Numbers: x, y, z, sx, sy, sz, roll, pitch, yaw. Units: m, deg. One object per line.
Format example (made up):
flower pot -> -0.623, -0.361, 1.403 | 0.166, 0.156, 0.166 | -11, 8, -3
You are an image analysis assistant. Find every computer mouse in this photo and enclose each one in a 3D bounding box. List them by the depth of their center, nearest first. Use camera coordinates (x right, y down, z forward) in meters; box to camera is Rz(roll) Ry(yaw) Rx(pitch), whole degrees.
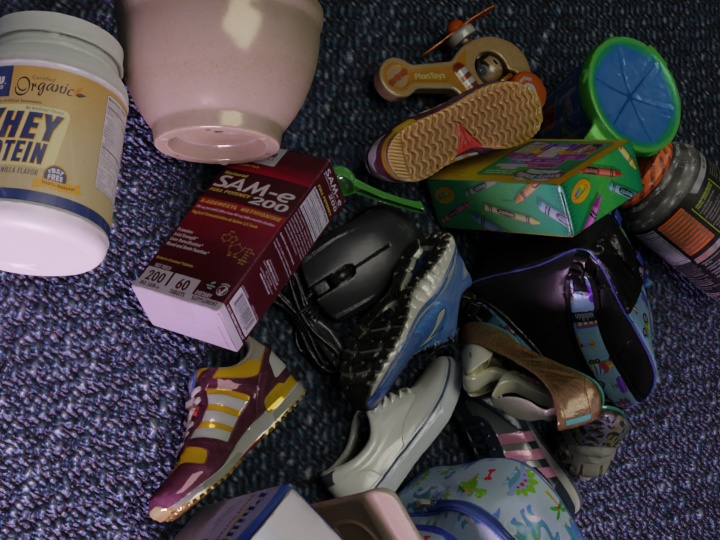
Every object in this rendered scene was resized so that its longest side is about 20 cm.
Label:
computer mouse -> 0.000, 0.000, 1.413 | 0.200, 0.053, 0.139 | -39, 96, -33

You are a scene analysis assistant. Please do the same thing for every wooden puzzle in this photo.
wooden puzzle -> 0.018, 0.283, 1.253 | 0.046, 0.199, 0.186 | -32, 93, -37

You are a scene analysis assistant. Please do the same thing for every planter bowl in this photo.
planter bowl -> -0.133, -0.179, 1.301 | 0.198, 0.200, 0.137 | 6, 76, -29

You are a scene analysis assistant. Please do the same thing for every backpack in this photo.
backpack -> 0.111, 0.280, 1.303 | 0.147, 0.199, 0.184 | -39, 98, -38
backpack -> 0.228, 0.050, 1.466 | 0.201, 0.181, 0.135 | 56, 39, -19

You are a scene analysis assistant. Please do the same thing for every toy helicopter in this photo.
toy helicopter -> 0.102, -0.222, 1.528 | 0.198, 0.079, 0.134 | -6, 78, -29

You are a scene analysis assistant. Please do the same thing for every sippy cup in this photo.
sippy cup -> 0.272, -0.179, 1.584 | 0.176, 0.130, 0.141 | -10, 82, -32

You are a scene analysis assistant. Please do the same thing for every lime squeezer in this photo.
lime squeezer -> -0.040, -0.069, 1.411 | 0.198, 0.038, 0.071 | -11, 74, -16

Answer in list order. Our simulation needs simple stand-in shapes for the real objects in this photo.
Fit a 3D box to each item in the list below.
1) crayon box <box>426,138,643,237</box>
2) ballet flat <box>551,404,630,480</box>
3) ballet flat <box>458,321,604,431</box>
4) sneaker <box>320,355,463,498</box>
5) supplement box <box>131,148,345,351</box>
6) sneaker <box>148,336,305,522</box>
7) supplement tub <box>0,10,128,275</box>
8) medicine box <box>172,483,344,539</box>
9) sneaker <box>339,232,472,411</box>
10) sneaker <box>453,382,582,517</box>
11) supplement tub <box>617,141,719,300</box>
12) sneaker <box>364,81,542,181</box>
crayon box -> 0.180, -0.090, 1.457 | 0.118, 0.199, 0.059 | -31, 113, -33
ballet flat -> 0.236, 0.180, 1.426 | 0.071, 0.200, 0.073 | 0, 79, 1
ballet flat -> 0.147, 0.108, 1.365 | 0.072, 0.199, 0.068 | -29, 128, -29
sneaker -> 0.033, 0.152, 1.376 | 0.071, 0.073, 0.201 | 44, 58, -14
supplement box -> -0.112, -0.027, 1.313 | 0.201, 0.108, 0.061 | -56, 144, -30
sneaker -> -0.142, 0.144, 1.280 | 0.090, 0.075, 0.200 | 47, 51, -1
supplement tub -> -0.281, -0.110, 1.221 | 0.143, 0.144, 0.202 | 14, 69, -27
medicine box -> -0.071, 0.292, 1.195 | 0.182, 0.199, 0.103 | 47, 58, -10
sneaker -> 0.056, 0.061, 1.379 | 0.089, 0.078, 0.201 | 48, 64, -29
sneaker -> 0.148, 0.201, 1.433 | 0.200, 0.070, 0.082 | 49, 55, -8
supplement tub -> 0.388, -0.065, 1.625 | 0.199, 0.122, 0.123 | 37, 60, -17
sneaker -> 0.096, -0.149, 1.469 | 0.198, 0.090, 0.076 | -20, 101, -23
